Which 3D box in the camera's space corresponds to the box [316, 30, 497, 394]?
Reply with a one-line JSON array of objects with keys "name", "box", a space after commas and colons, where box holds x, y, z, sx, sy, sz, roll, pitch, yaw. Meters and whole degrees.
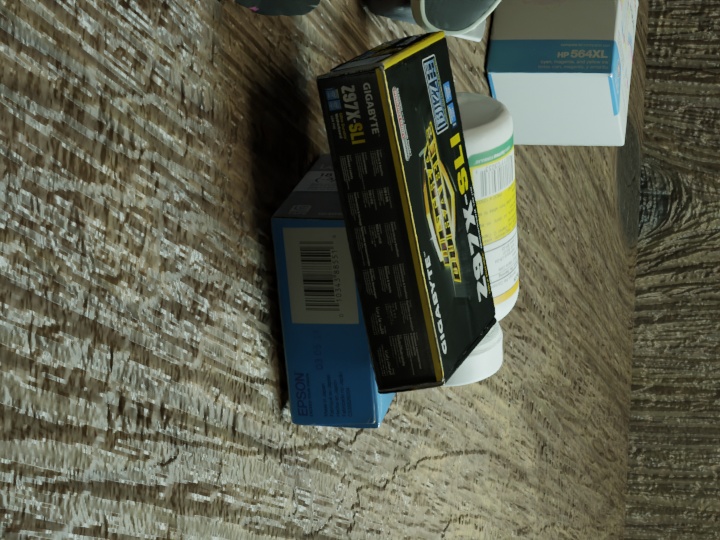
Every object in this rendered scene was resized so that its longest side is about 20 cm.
[{"name": "box", "box": [0.033, -0.041, 1.392, 0.160, 0.049, 0.202, -41, 122, -71]}]

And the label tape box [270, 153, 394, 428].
[{"name": "label tape box", "box": [0.000, 0.000, 1.479, 0.200, 0.063, 0.145, -56, 144, -66]}]

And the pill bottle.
[{"name": "pill bottle", "box": [0.061, -0.022, 1.631, 0.113, 0.112, 0.202, -59, 148, -64]}]

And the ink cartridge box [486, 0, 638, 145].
[{"name": "ink cartridge box", "box": [0.203, -0.241, 2.178, 0.129, 0.124, 0.201, 69, 27, -58]}]

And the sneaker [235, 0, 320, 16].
[{"name": "sneaker", "box": [-0.058, -0.246, 1.225, 0.087, 0.080, 0.201, -91, -179, -51]}]

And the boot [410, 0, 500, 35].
[{"name": "boot", "box": [0.075, -0.280, 1.617, 0.201, 0.072, 0.144, -70, -156, 15]}]

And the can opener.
[{"name": "can opener", "box": [0.044, -0.211, 1.696, 0.200, 0.066, 0.054, 0, 92, -63]}]
